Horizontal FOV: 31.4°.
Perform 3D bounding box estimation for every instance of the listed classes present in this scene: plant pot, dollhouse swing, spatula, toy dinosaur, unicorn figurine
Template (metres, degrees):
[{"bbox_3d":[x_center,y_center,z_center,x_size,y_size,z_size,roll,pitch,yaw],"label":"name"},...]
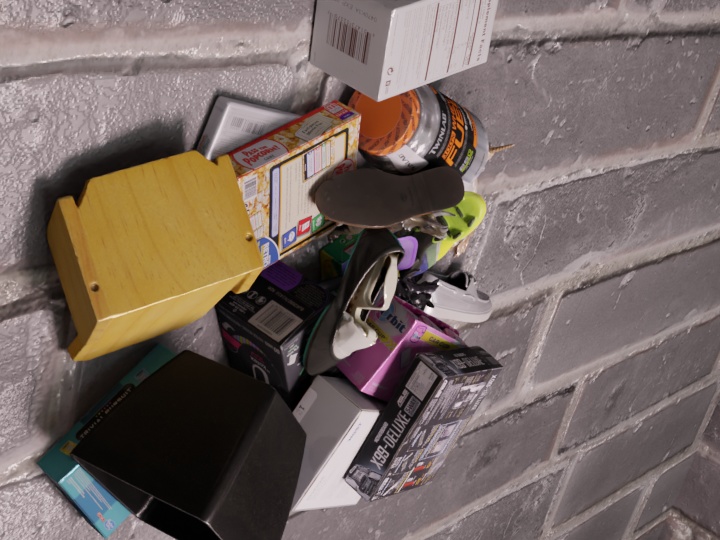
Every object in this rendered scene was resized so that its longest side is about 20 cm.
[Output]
[{"bbox_3d":[-0.174,0.213,1.476,0.178,0.199,0.200,-58,150,-20],"label":"plant pot"},{"bbox_3d":[-0.239,-0.013,1.386,0.199,0.176,0.183,-20,94,-32],"label":"dollhouse swing"},{"bbox_3d":[0.000,0.000,1.690,0.199,0.021,0.057,-24,138,-39],"label":"spatula"},{"bbox_3d":[0.012,-0.075,1.655,0.199,0.077,0.102,5,152,-17],"label":"toy dinosaur"},{"bbox_3d":[0.145,-0.108,1.850,0.137,0.074,0.200,-49,164,-16],"label":"unicorn figurine"}]

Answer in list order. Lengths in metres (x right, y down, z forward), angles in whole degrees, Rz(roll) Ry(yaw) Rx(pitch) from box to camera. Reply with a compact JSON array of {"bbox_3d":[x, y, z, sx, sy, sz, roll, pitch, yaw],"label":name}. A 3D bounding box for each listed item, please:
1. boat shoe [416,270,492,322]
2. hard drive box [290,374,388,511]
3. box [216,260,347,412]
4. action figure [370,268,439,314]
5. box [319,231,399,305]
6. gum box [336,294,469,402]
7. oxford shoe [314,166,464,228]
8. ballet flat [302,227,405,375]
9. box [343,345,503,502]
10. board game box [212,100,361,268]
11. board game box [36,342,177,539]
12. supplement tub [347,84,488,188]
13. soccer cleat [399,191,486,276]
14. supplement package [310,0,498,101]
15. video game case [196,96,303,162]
[{"bbox_3d":[0.147,0.032,1.977,0.199,0.072,0.069,10,110,-47],"label":"boat shoe"},{"bbox_3d":[-0.028,0.221,1.640,0.156,0.077,0.200,-55,157,7],"label":"hard drive box"},{"bbox_3d":[-0.095,0.104,1.635,0.106,0.122,0.201,-40,144,-28],"label":"box"},{"bbox_3d":[0.043,0.065,1.733,0.119,0.102,0.201,-28,137,-29],"label":"action figure"},{"bbox_3d":[0.000,0.031,1.779,0.117,0.048,0.201,-35,144,-32],"label":"box"},{"bbox_3d":[0.067,0.115,1.660,0.114,0.066,0.200,-52,145,7],"label":"gum box"},{"bbox_3d":[0.027,-0.083,1.553,0.199,0.071,0.072,-5,83,-30],"label":"oxford shoe"},{"bbox_3d":[-0.005,0.045,1.530,0.068,0.068,0.201,10,106,-55],"label":"ballet flat"},{"bbox_3d":[0.082,0.193,1.632,0.157,0.050,0.201,-3,127,-56],"label":"box"},{"bbox_3d":[-0.085,-0.093,1.505,0.200,0.046,0.152,-31,140,-38],"label":"board game box"},{"bbox_3d":[-0.275,0.206,1.544,0.200,0.047,0.151,-46,146,-20],"label":"board game box"},{"bbox_3d":[0.071,-0.173,1.624,0.200,0.122,0.123,17,104,-58],"label":"supplement tub"},{"bbox_3d":[0.112,-0.058,1.762,0.084,0.065,0.200,-31,172,-42],"label":"soccer cleat"},{"bbox_3d":[0.055,-0.294,1.499,0.200,0.117,0.118,-27,137,-41],"label":"supplement package"},{"bbox_3d":[-0.131,-0.103,1.499,0.200,0.023,0.183,4,114,-57],"label":"video game case"}]
